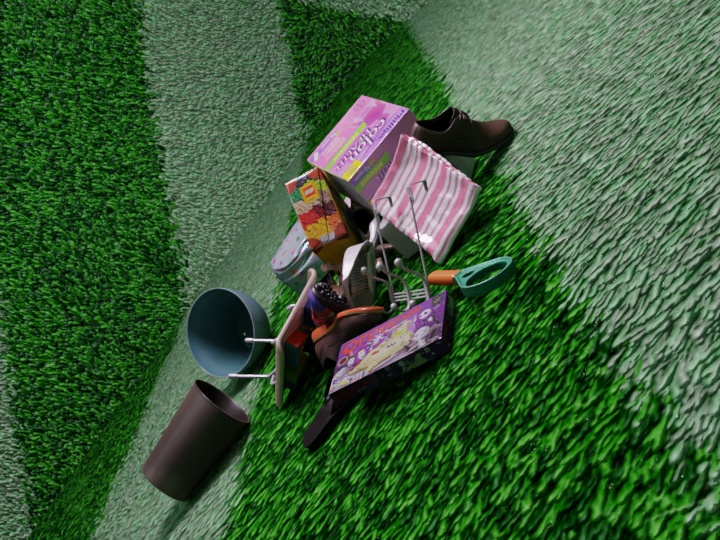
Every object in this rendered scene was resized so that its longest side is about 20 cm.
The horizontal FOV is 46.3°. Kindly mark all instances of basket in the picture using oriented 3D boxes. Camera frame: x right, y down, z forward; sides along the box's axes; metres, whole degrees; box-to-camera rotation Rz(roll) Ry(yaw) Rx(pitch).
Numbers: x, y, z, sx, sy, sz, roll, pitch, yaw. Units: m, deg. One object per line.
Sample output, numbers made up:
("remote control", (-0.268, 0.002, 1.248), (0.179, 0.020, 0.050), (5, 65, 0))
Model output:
("basket", (-0.331, 0.341, 1.672), (0.201, 0.135, 0.180), (-55, 12, -3))

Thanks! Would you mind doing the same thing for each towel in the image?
("towel", (0.104, -0.122, 1.413), (0.200, 0.030, 0.148), (43, 117, 39))

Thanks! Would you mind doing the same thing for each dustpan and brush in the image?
("dustpan and brush", (0.009, -0.020, 1.496), (0.056, 0.141, 0.203), (-8, 51, 10))

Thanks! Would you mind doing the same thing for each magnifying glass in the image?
("magnifying glass", (0.151, 0.009, 1.194), (0.079, 0.023, 0.199), (-35, 10, -20))

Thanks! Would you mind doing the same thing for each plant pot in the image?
("plant pot", (-0.287, 0.139, 1.961), (0.200, 0.201, 0.134), (-43, -18, 23))

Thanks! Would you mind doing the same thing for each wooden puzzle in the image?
("wooden puzzle", (-0.109, 0.128, 1.562), (0.187, 0.045, 0.202), (96, -169, -48))

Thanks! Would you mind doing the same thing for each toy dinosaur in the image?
("toy dinosaur", (0.000, 0.000, 1.609), (0.199, 0.086, 0.136), (-40, -11, -6))

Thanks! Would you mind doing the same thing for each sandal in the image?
("sandal", (-0.034, 0.188, 1.314), (0.201, 0.045, 0.075), (-52, 15, -4))

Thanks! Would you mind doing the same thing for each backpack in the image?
("backpack", (-0.113, -0.045, 1.947), (0.202, 0.126, 0.166), (-57, 19, -11))

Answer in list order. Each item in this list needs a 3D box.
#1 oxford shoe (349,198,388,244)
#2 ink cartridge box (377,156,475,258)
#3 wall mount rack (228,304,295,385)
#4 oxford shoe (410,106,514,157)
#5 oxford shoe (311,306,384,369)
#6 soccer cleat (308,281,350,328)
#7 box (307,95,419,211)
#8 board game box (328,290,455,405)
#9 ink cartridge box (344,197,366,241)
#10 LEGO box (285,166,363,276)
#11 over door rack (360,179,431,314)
("oxford shoe", (0.008, -0.136, 1.695), (0.071, 0.073, 0.201), (-55, 52, 34))
("ink cartridge box", (0.124, -0.138, 1.552), (0.146, 0.083, 0.201), (-37, 20, 38))
("wall mount rack", (-0.186, 0.162, 1.767), (0.173, 0.074, 0.201), (-41, 17, 34))
("oxford shoe", (0.184, -0.248, 1.495), (0.196, 0.086, 0.073), (-11, 38, -14))
("oxford shoe", (-0.015, 0.112, 1.414), (0.200, 0.070, 0.074), (-38, 58, 55))
("soccer cleat", (-0.058, 0.074, 1.474), (0.073, 0.069, 0.200), (-38, -17, 5))
("box", (0.018, -0.228, 1.621), (0.176, 0.097, 0.200), (-49, 33, -4))
("board game box", (0.046, 0.112, 1.223), (0.198, 0.032, 0.121), (-30, 19, 24))
("ink cartridge box", (0.035, -0.144, 1.829), (0.199, 0.083, 0.148), (-38, 20, 39))
("LEGO box", (-0.059, -0.088, 1.651), (0.076, 0.151, 0.200), (-26, -22, 7))
("over door rack", (0.054, -0.034, 1.368), (0.147, 0.065, 0.204), (168, 101, -66))
